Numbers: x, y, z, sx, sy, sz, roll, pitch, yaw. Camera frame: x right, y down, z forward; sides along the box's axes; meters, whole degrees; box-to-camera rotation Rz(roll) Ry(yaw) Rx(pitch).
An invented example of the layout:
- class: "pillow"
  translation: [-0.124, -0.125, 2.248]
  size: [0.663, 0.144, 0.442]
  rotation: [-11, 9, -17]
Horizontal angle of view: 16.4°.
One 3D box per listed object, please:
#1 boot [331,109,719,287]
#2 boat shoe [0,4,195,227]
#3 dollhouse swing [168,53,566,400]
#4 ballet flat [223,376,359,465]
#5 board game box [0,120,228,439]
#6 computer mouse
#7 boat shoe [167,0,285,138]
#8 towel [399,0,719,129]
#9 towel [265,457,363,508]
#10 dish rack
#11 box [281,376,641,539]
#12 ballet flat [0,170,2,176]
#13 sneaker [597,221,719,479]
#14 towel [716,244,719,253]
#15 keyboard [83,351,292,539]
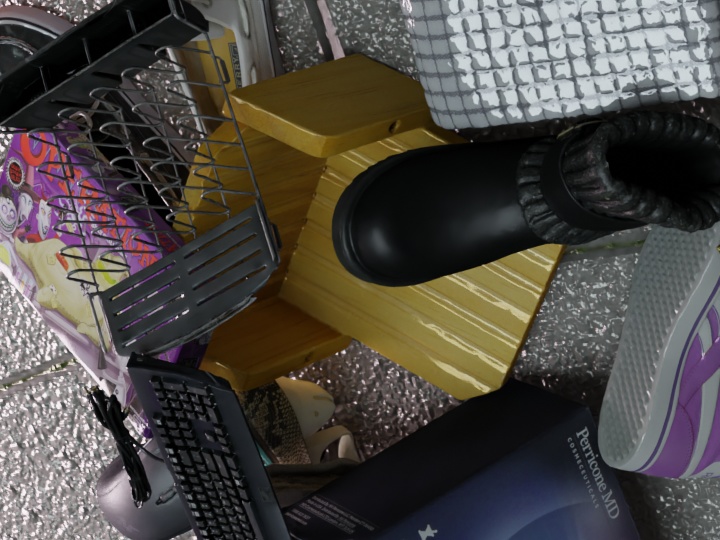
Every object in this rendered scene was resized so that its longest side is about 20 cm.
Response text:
- class: "boot"
  translation: [0.102, -0.044, 1.465]
  size: [0.158, 0.210, 0.080]
  rotation: [3, 108, 66]
- class: "boat shoe"
  translation: [-0.184, -0.092, 1.658]
  size: [0.199, 0.068, 0.074]
  rotation: [47, 123, -6]
- class: "dollhouse swing"
  translation: [0.000, 0.000, 1.581]
  size: [0.176, 0.181, 0.201]
  rotation: [39, 126, 24]
- class: "ballet flat"
  translation: [-0.042, 0.120, 1.693]
  size: [0.075, 0.068, 0.201]
  rotation: [-28, 131, -8]
- class: "board game box"
  translation: [-0.167, -0.002, 1.589]
  size: [0.200, 0.032, 0.120]
  rotation: [45, 125, 30]
- class: "computer mouse"
  translation: [-0.135, 0.120, 1.762]
  size: [0.199, 0.046, 0.141]
  rotation: [-28, 105, 31]
- class: "boat shoe"
  translation: [-0.100, -0.168, 1.583]
  size: [0.071, 0.070, 0.201]
  rotation: [-2, 116, 23]
- class: "towel"
  translation: [0.122, -0.180, 1.480]
  size: [0.199, 0.086, 0.167]
  rotation: [-7, 107, 22]
- class: "towel"
  translation: [-0.004, 0.187, 1.695]
  size: [0.199, 0.035, 0.133]
  rotation: [6, 128, -25]
- class: "dish rack"
  translation: [-0.132, -0.054, 1.502]
  size: [0.153, 0.054, 0.201]
  rotation: [-29, 69, 29]
- class: "box"
  translation: [0.078, 0.207, 1.616]
  size: [0.123, 0.198, 0.201]
  rotation: [16, 133, 63]
- class: "ballet flat"
  translation: [-0.225, -0.034, 1.721]
  size: [0.199, 0.069, 0.063]
  rotation: [25, 95, 5]
- class: "sneaker"
  translation: [0.227, 0.035, 1.567]
  size: [0.114, 0.073, 0.202]
  rotation: [11, 105, -26]
- class: "towel"
  translation: [0.285, 0.058, 1.521]
  size: [0.018, 0.086, 0.201]
  rotation: [-18, 99, 52]
- class: "keyboard"
  translation: [-0.108, 0.127, 1.548]
  size: [0.127, 0.021, 0.201]
  rotation: [12, 138, 31]
